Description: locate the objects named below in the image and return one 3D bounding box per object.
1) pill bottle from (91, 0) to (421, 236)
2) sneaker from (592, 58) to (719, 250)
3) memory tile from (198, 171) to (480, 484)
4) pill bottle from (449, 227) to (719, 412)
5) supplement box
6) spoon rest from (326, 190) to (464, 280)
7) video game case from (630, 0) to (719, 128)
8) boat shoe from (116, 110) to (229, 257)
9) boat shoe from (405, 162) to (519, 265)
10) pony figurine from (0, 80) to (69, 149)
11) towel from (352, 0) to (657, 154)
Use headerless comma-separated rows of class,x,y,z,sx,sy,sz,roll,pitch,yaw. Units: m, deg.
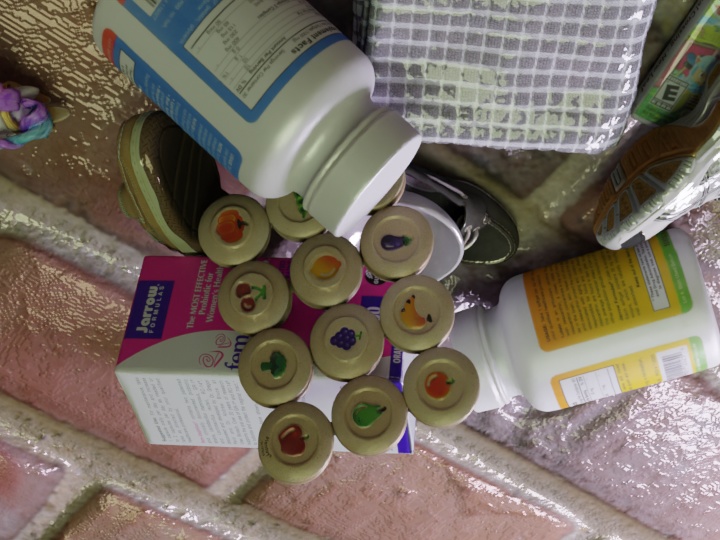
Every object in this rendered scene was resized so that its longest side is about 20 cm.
pill bottle,-0.061,-0.117,0.701,0.200,0.112,0.113,43,122,6
sneaker,0.253,-0.074,0.791,0.087,0.076,0.200,29,123,-24
memory tile,-0.016,0.023,0.731,0.151,0.203,0.017,-19,161,1
pill bottle,0.175,0.047,0.893,0.197,0.112,0.112,-17,128,12
supplement box,-0.060,0.060,0.800,0.196,0.102,0.104,0,143,8
spoon rest,0.000,0.000,0.838,0.098,0.061,0.200,23,148,-21
video game case,0.320,-0.149,0.796,0.197,0.022,0.183,19,126,-16
boat shoe,-0.140,-0.050,0.797,0.075,0.073,0.201,10,158,15
boat shoe,0.042,-0.047,0.848,0.198,0.057,0.067,31,122,-24
pony figurine,-0.312,-0.118,0.739,0.196,0.169,0.193,-10,161,2
towel,0.091,-0.164,0.737,0.196,0.086,0.168,2,128,-3
